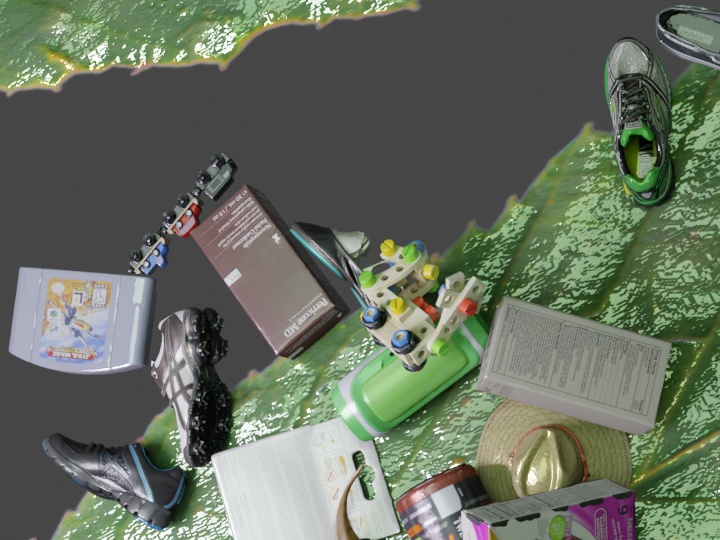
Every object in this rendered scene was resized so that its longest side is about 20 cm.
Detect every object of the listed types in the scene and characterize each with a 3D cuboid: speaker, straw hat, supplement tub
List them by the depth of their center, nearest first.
[{"bbox_3d":[0.214,0.229,1.649,0.199,0.085,0.204,-3,81,17],"label":"straw hat"},{"bbox_3d":[0.126,0.333,1.650,0.106,0.107,0.201,-30,74,11],"label":"supplement tub"},{"bbox_3d":[0.063,0.117,1.711,0.199,0.088,0.089,-37,73,8],"label":"speaker"}]

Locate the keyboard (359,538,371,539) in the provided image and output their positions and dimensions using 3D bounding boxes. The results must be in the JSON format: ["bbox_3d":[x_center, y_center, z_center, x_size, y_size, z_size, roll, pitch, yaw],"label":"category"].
[{"bbox_3d":[0.047,0.412,1.678,0.200,0.040,0.104,40,76,-1],"label":"keyboard"}]

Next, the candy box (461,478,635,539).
[{"bbox_3d":[0.209,0.317,1.573,0.198,0.061,0.138,-8,100,-27],"label":"candy box"}]

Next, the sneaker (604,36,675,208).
[{"bbox_3d":[0.329,-0.179,1.674,0.077,0.085,0.202,-12,78,15],"label":"sneaker"}]

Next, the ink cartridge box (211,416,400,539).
[{"bbox_3d":[-0.068,0.277,1.761,0.198,0.050,0.162,-17,77,-5],"label":"ink cartridge box"}]

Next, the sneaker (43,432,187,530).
[{"bbox_3d":[-0.312,0.253,1.825,0.199,0.073,0.082,27,74,13],"label":"sneaker"}]

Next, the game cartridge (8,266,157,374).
[{"bbox_3d":[-0.366,0.068,1.878,0.198,0.042,0.135,4,79,17],"label":"game cartridge"}]

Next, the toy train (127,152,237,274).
[{"bbox_3d":[-0.229,-0.067,1.858,0.046,0.034,0.200,42,94,6],"label":"toy train"}]

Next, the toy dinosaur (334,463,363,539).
[{"bbox_3d":[-0.017,0.336,1.704,0.105,0.060,0.202,-23,101,-12],"label":"toy dinosaur"}]

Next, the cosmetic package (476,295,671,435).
[{"bbox_3d":[0.241,0.109,1.628,0.198,0.073,0.105,17,74,0],"label":"cosmetic package"}]

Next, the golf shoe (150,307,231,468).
[{"bbox_3d":[-0.218,0.149,1.810,0.094,0.077,0.202,-6,78,34],"label":"golf shoe"}]

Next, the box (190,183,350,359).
[{"bbox_3d":[-0.114,0.002,1.791,0.100,0.075,0.201,-40,75,8],"label":"box"}]

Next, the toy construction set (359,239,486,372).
[{"bbox_3d":[0.069,0.037,1.645,0.131,0.092,0.200,-42,28,-10],"label":"toy construction set"}]

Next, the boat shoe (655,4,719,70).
[{"bbox_3d":[0.439,-0.267,1.661,0.198,0.068,0.074,24,90,19],"label":"boat shoe"}]

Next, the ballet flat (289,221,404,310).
[{"bbox_3d":[0.000,0.000,1.764,0.068,0.068,0.200,-42,83,-3],"label":"ballet flat"}]
